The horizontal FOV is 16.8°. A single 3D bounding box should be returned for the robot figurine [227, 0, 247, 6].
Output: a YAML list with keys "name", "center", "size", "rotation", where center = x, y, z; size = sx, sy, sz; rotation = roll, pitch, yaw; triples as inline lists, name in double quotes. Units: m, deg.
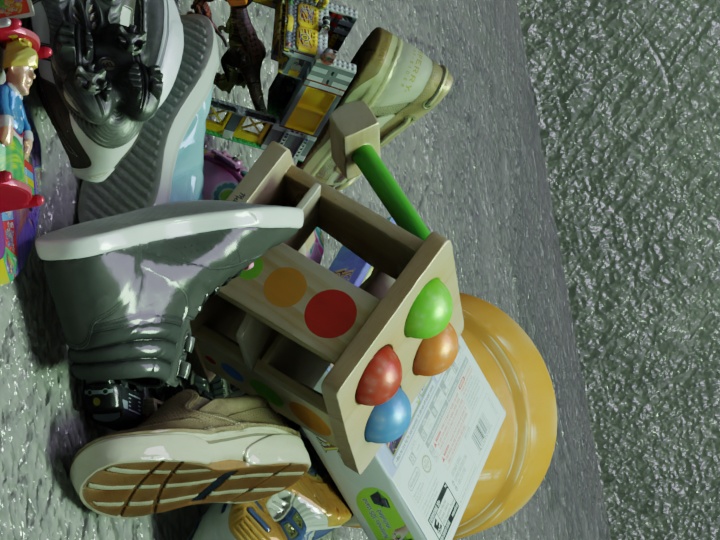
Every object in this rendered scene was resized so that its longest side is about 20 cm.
- name: "robot figurine"
  center: [-0.108, -0.266, 1.622]
  size: [0.058, 0.144, 0.201]
  rotation: [41, 50, -48]

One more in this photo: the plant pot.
- name: "plant pot"
  center: [0.029, 0.125, 1.917]
  size: [0.183, 0.199, 0.202]
  rotation: [-12, 94, -61]

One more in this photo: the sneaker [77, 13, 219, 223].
- name: "sneaker"
  center: [-0.130, -0.073, 1.556]
  size: [0.082, 0.073, 0.201]
  rotation: [70, 29, -49]

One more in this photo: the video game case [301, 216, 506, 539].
- name: "video game case"
  center: [0.023, 0.087, 1.729]
  size: [0.182, 0.045, 0.200]
  rotation: [61, 28, -18]

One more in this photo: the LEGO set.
- name: "LEGO set"
  center: [-0.070, -0.179, 1.659]
  size: [0.116, 0.153, 0.201]
  rotation: [124, -17, -46]

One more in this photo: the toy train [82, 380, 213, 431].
- name: "toy train"
  center: [-0.131, 0.089, 1.530]
  size: [0.200, 0.034, 0.046]
  rotation: [35, 52, -72]

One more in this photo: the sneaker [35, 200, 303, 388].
- name: "sneaker"
  center: [-0.108, 0.014, 1.443]
  size: [0.199, 0.070, 0.100]
  rotation: [-14, 103, -47]

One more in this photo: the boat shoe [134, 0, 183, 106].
- name: "boat shoe"
  center: [-0.155, -0.193, 1.532]
  size: [0.066, 0.069, 0.202]
  rotation: [35, 48, -52]

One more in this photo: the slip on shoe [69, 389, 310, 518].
- name: "slip on shoe"
  center: [-0.107, 0.104, 1.475]
  size: [0.199, 0.076, 0.061]
  rotation: [1, 57, -52]

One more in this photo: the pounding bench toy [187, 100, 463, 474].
- name: "pounding bench toy"
  center: [0.000, 0.000, 1.564]
  size: [0.200, 0.155, 0.124]
  rotation: [-53, 158, -19]

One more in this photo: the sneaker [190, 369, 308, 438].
- name: "sneaker"
  center: [-0.079, 0.096, 1.722]
  size: [0.201, 0.077, 0.080]
  rotation: [74, -6, -46]

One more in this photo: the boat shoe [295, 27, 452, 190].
- name: "boat shoe"
  center: [0.003, -0.100, 1.699]
  size: [0.201, 0.063, 0.074]
  rotation: [127, -16, -58]

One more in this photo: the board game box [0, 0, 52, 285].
- name: "board game box"
  center: [-0.195, -0.092, 1.332]
  size: [0.158, 0.039, 0.201]
  rotation: [-77, 155, -58]

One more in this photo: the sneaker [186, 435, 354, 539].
- name: "sneaker"
  center: [-0.070, 0.168, 1.638]
  size: [0.075, 0.088, 0.200]
  rotation: [52, 18, 9]

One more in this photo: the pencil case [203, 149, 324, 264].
- name: "pencil case"
  center: [-0.085, -0.029, 1.689]
  size: [0.200, 0.087, 0.088]
  rotation: [34, 50, -74]

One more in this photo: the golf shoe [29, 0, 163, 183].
- name: "golf shoe"
  center: [-0.170, -0.142, 1.448]
  size: [0.095, 0.077, 0.201]
  rotation: [113, -26, -46]
